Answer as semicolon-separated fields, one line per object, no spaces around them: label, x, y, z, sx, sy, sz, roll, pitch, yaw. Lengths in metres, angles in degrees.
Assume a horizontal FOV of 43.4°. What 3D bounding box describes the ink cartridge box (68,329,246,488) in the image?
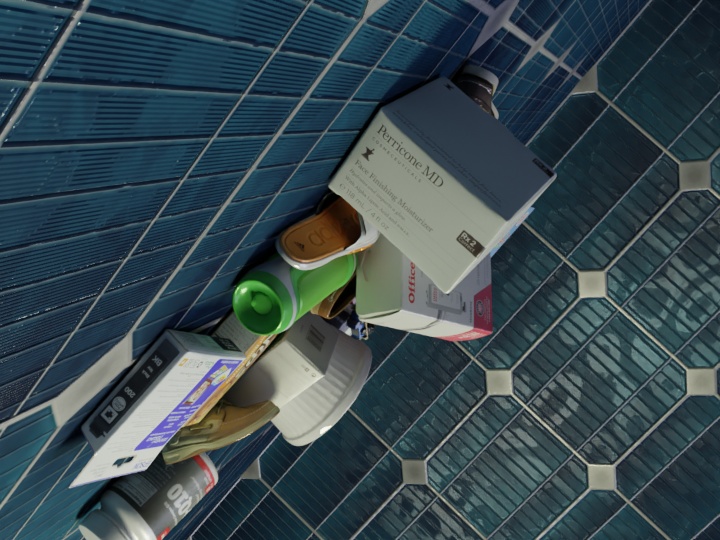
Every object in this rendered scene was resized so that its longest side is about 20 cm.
ink cartridge box;-0.240;0.158;1.059;0.200;0.043;0.198;-49;167;2

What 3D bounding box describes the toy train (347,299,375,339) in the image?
toy train;-0.007;0.032;1.512;0.046;0.034;0.201;-29;125;-35

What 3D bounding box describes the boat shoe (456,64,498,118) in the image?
boat shoe;0.161;-0.228;1.314;0.200;0.071;0.060;71;42;-78

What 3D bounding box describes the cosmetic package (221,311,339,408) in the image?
cosmetic package;-0.133;0.149;1.336;0.200;0.085;0.108;-38;-163;27

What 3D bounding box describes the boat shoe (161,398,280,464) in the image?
boat shoe;-0.208;0.216;1.291;0.199;0.065;0.072;-23;180;23

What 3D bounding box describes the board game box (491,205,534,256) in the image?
board game box;0.172;-0.117;1.524;0.151;0.200;0.037;-50;154;20

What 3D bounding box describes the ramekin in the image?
ramekin;-0.083;0.173;1.460;0.202;0.094;0.203;-44;-161;19

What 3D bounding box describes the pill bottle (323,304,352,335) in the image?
pill bottle;-0.097;0.127;1.599;0.200;0.106;0.106;-49;173;5

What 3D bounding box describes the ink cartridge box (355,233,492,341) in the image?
ink cartridge box;0.092;0.010;1.257;0.082;0.148;0.199;-13;160;43

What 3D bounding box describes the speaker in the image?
speaker;-0.078;0.010;1.141;0.089;0.088;0.200;-52;172;32

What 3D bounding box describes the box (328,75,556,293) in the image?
box;0.104;-0.112;1.109;0.131;0.199;0.200;-53;171;35

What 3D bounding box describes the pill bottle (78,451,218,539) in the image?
pill bottle;-0.327;0.356;1.403;0.200;0.114;0.114;-44;173;-32

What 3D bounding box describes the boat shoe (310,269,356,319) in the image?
boat shoe;0.000;0.000;1.286;0.200;0.074;0.076;-41;149;-21

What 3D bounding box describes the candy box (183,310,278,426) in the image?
candy box;-0.182;0.118;1.217;0.200;0.055;0.115;-48;174;-1

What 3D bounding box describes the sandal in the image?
sandal;-0.023;-0.059;1.118;0.059;0.079;0.206;-49;172;36
